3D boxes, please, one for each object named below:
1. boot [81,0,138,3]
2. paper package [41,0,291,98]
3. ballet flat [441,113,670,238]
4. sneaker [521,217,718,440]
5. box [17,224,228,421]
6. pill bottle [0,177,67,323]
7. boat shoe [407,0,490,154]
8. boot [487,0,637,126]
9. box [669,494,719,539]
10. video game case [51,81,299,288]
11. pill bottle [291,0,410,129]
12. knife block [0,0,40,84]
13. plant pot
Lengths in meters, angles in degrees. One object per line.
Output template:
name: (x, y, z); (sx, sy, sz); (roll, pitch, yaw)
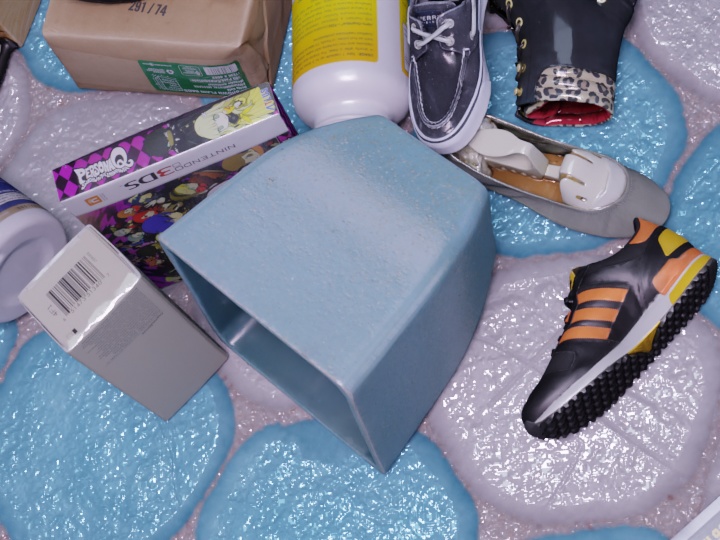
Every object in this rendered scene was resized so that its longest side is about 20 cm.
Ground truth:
boot: (-0.183, -0.320, 1.136); (0.200, 0.073, 0.151); (-12, 69, 5)
paper package: (-0.170, -0.262, 1.207); (0.200, 0.103, 0.191); (6, 72, 15)
ballet flat: (0.155, -0.079, 1.079); (0.200, 0.064, 0.067); (20, 75, 19)
sneaker: (0.184, 0.043, 1.026); (0.200, 0.070, 0.090); (-43, 60, -9)
box: (-0.181, 0.046, 1.035); (0.082, 0.200, 0.068); (-46, 66, -7)
pill bottle: (-0.366, -0.048, 1.166); (0.200, 0.111, 0.111); (33, 80, 22)
boat shoe: (0.069, -0.198, 1.079); (0.072, 0.068, 0.200); (2, 76, 30)
boot: (0.135, -0.208, 1.131); (0.203, 0.073, 0.154); (6, 74, 17)
box: (0.273, 0.254, 0.929); (0.200, 0.048, 0.158); (-41, 65, -4)
video game case: (-0.125, -0.062, 1.065); (0.181, 0.200, 0.036); (-21, 66, 4)
pill bottle: (-0.008, -0.187, 1.138); (0.104, 0.104, 0.200); (-6, 67, 11)
knife block: (-0.356, -0.258, 1.282); (0.064, 0.176, 0.200); (12, 27, 16)
plant pot: (0.000, 0.000, 1.022); (0.196, 0.196, 0.200); (37, 76, 23)
